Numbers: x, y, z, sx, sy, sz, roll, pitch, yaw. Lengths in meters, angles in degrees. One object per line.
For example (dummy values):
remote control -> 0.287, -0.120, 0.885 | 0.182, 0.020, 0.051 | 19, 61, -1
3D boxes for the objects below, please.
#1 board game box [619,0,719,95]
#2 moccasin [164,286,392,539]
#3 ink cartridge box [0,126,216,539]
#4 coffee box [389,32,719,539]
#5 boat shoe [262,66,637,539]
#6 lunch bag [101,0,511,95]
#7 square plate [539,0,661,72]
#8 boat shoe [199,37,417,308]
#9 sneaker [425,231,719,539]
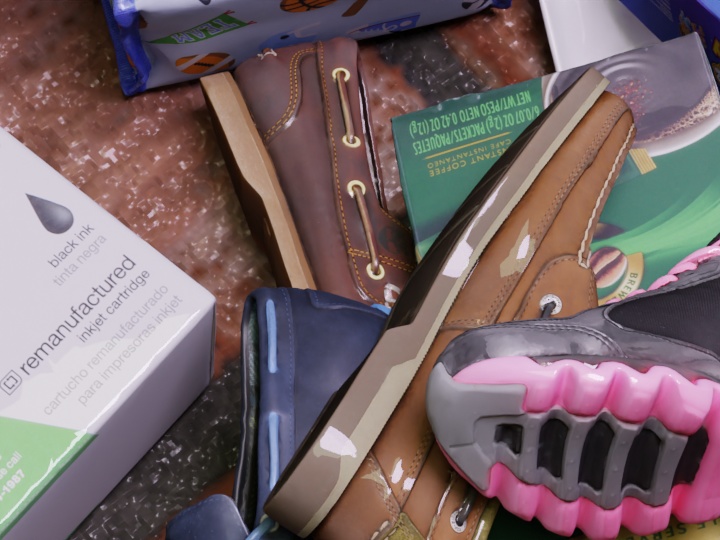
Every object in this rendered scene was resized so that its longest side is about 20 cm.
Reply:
board game box -> 0.193, -0.101, 0.952 | 0.134, 0.045, 0.200 | -25, 38, -8
moccasin -> -0.036, 0.098, 0.862 | 0.068, 0.081, 0.200 | 21, 54, -11
ink cartridge box -> -0.173, 0.015, 0.946 | 0.200, 0.084, 0.146 | 37, 69, 12
coffee box -> 0.088, 0.021, 0.902 | 0.123, 0.044, 0.201 | -15, 59, 8
boat shoe -> 0.045, 0.023, 0.855 | 0.068, 0.072, 0.200 | 36, 65, -2
lunch bag -> -0.039, -0.189, 1.025 | 0.169, 0.124, 0.201 | -15, 76, -9
square plate -> 0.148, -0.182, 1.061 | 0.197, 0.028, 0.201 | -15, 87, -10
boat shoe -> 0.000, 0.000, 0.973 | 0.070, 0.070, 0.201 | -17, 69, -7
sneaker -> 0.110, 0.026, 0.815 | 0.199, 0.079, 0.096 | 2, 50, -19
